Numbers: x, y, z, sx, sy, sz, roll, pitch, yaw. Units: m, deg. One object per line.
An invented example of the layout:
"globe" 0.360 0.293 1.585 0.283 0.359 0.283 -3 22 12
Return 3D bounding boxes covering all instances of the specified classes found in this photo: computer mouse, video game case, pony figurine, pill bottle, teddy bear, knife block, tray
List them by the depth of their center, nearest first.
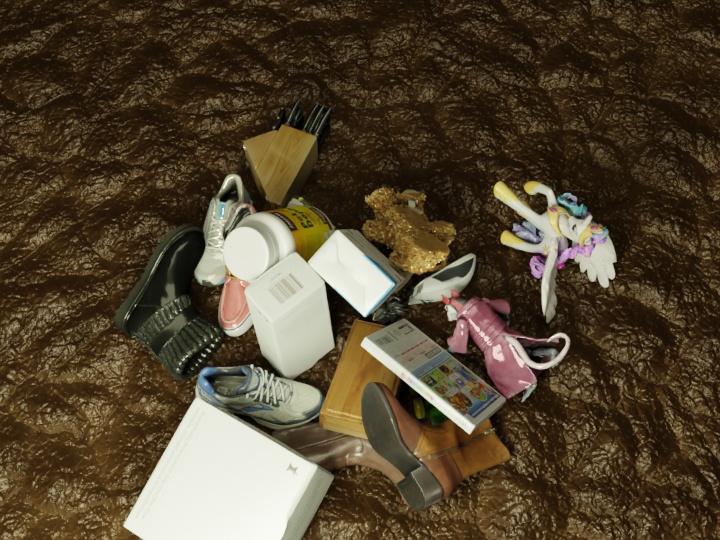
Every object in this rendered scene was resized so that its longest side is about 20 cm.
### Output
"video game case" 0.108 0.149 1.520 0.199 0.018 0.143 38 22 16
"tray" 0.013 0.159 1.558 0.097 0.037 0.201 12 41 9
"pill bottle" -0.124 -0.037 1.586 0.109 0.110 0.200 30 19 18
"computer mouse" 0.112 0.034 1.640 0.199 0.110 0.044 -28 80 -25
"pony figurine" 0.306 -0.043 1.642 0.166 0.195 0.199 -35 45 -23
"teddy bear" 0.073 -0.062 1.644 0.144 0.067 0.200 -9 44 -34
"knife block" -0.104 -0.195 1.795 0.174 0.064 0.201 -20 60 -10

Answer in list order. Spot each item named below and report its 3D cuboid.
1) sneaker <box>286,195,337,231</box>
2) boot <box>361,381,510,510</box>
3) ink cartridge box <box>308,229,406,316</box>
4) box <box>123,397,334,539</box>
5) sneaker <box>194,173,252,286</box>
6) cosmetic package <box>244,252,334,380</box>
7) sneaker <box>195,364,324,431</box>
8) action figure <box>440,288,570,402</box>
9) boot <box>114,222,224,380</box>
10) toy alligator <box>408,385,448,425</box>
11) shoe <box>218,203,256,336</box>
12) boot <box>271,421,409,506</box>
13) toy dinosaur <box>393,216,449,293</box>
"sneaker" -0.054 -0.035 1.704 0.200 0.075 0.077 42 94 23
"boot" 0.110 0.216 1.478 0.199 0.069 0.189 -21 72 -42
"ink cartridge box" 0.000 0.000 1.564 0.116 0.200 0.068 43 97 4
"box" -0.173 0.311 1.418 0.198 0.131 0.200 27 79 16
"sneaker" -0.231 -0.071 1.709 0.074 0.087 0.202 9 60 3
"cosmetic package" -0.102 0.073 1.550 0.101 0.201 0.074 -36 64 -19
"sneaker" -0.152 0.183 1.552 0.197 0.086 0.078 5 58 3
"action figure" 0.194 0.101 1.569 0.200 0.149 0.134 43 73 9
"boot" -0.267 0.048 1.623 0.157 0.079 0.212 31 87 25
"toy alligator" 0.112 0.201 1.554 0.059 0.054 0.202 -11 59 -6
"shoe" -0.193 -0.004 1.652 0.071 0.091 0.202 2 59 23
"boot" -0.027 0.286 1.498 0.197 0.065 0.187 -14 46 -11
"toy dinosaur" 0.087 -0.022 1.701 0.105 0.061 0.202 2 58 17
